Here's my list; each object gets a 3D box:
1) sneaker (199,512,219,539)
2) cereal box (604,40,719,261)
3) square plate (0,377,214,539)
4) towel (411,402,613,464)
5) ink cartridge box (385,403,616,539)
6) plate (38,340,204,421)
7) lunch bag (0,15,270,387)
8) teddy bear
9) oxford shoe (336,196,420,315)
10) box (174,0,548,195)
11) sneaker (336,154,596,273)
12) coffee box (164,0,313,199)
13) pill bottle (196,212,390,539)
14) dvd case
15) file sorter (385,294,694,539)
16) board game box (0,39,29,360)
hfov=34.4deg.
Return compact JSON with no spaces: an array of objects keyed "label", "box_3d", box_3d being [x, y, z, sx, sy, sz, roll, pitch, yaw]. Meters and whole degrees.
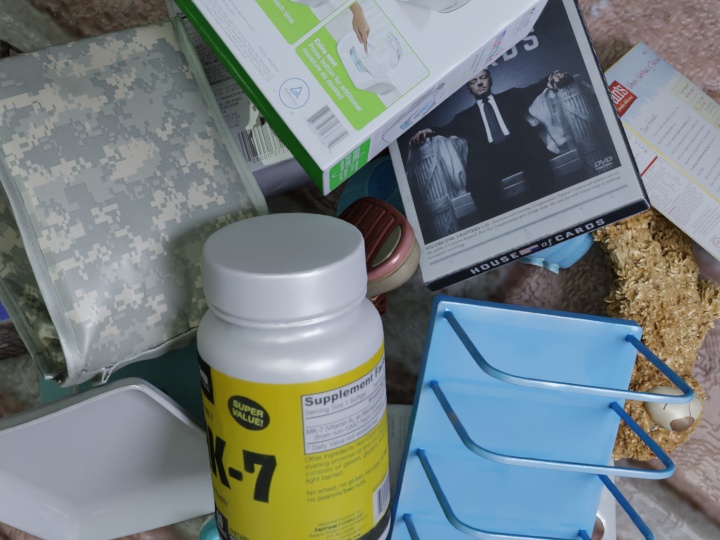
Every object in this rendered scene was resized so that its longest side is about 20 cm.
[{"label":"sneaker","box_3d":[-0.040,0.249,0.837,0.199,0.080,0.078,36,90,6]},{"label":"cereal box","box_3d":[0.242,-0.070,0.807,0.200,0.144,0.040,41,126,8]},{"label":"square plate","box_3d":[-0.177,0.132,0.789,0.196,0.200,0.029,-18,56,18]},{"label":"towel","box_3d":[0.074,0.168,0.849,0.144,0.022,0.200,38,81,8]},{"label":"ink cartridge box","box_3d":[0.082,0.180,0.823,0.198,0.047,0.162,5,76,-15]},{"label":"plate","box_3d":[-0.144,0.093,0.859,0.198,0.026,0.203,1,102,3]},{"label":"lunch bag","box_3d":[-0.157,-0.038,0.739,0.163,0.117,0.202,-22,84,-33]},{"label":"teddy bear","box_3d":[0.207,0.034,0.812,0.066,0.144,0.202,3,79,42]},{"label":"oxford shoe","box_3d":[0.000,0.000,0.801,0.075,0.200,0.071,42,76,-17]},{"label":"box","box_3d":[-0.015,-0.183,0.709,0.176,0.097,0.201,-39,87,-5]},{"label":"sneaker","box_3d":[0.087,-0.036,0.852,0.199,0.130,0.080,-3,72,41]},{"label":"coffee box","box_3d":[-0.087,-0.162,0.856,0.079,0.113,0.202,-17,84,4]},{"label":"pill bottle","box_3d":[-0.040,0.075,0.706,0.113,0.115,0.202,-1,114,5]},{"label":"dvd case","box_3d":[0.088,-0.103,0.762,0.149,0.025,0.202,-22,65,17]},{"label":"file sorter","box_3d":[0.105,0.136,0.708,0.137,0.123,0.202,7,105,-12]},{"label":"board game box","box_3d":[-0.286,-0.038,0.842,0.158,0.097,0.202,-15,75,19]}]
